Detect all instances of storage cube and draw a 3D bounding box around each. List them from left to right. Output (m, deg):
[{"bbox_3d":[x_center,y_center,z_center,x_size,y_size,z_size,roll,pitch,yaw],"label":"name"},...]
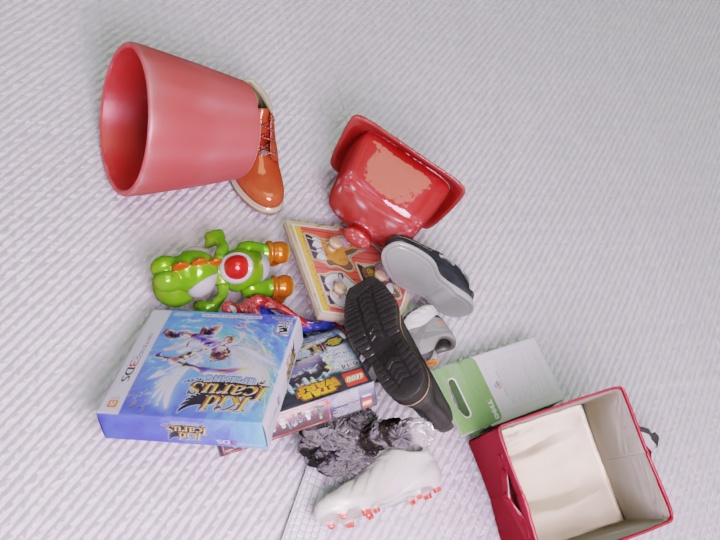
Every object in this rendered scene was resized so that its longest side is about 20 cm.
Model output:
[{"bbox_3d":[0.264,0.269,1.033,0.198,0.180,0.173,-15,74,-10],"label":"storage cube"}]

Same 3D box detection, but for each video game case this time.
[{"bbox_3d":[-0.184,0.122,0.945,0.197,0.046,0.182,1,38,10],"label":"video game case"}]

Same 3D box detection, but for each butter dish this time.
[{"bbox_3d":[0.026,-0.099,1.177,0.198,0.200,0.149,32,69,-4],"label":"butter dish"}]

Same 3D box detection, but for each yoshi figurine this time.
[{"bbox_3d":[-0.196,0.007,1.072,0.198,0.113,0.112,-1,32,-37],"label":"yoshi figurine"}]

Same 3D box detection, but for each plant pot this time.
[{"bbox_3d":[-0.247,-0.203,1.106,0.176,0.200,0.202,-2,63,-36],"label":"plant pot"}]

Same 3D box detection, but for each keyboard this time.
[{"bbox_3d":[-0.061,0.308,1.003,0.056,0.011,0.202,27,55,-9],"label":"keyboard"}]

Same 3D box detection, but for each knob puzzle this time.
[{"bbox_3d":[0.000,0.000,1.162,0.218,0.031,0.221,23,38,-19],"label":"knob puzzle"}]

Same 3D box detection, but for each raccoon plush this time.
[{"bbox_3d":[0.004,0.184,1.014,0.197,0.098,0.135,-3,36,13],"label":"raccoon plush"}]

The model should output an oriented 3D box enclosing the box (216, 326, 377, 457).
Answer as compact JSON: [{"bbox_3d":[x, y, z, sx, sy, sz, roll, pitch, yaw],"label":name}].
[{"bbox_3d":[-0.094,0.144,0.984,0.198,0.040,0.137,-16,31,-13],"label":"box"}]

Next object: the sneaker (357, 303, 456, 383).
[{"bbox_3d":[0.059,0.119,1.118,0.199,0.074,0.079,-30,63,-35],"label":"sneaker"}]

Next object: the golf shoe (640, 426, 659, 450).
[{"bbox_3d":[0.353,0.277,1.178,0.197,0.078,0.096,2,64,-12],"label":"golf shoe"}]

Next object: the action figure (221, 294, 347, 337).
[{"bbox_3d":[-0.094,0.079,1.074,0.198,0.066,0.052,21,33,-19],"label":"action figure"}]

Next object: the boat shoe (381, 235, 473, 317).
[{"bbox_3d":[0.100,0.000,1.189,0.200,0.075,0.061,43,37,-39],"label":"boat shoe"}]

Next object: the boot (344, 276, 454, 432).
[{"bbox_3d":[0.051,0.116,1.051,0.138,0.077,0.201,50,15,-48],"label":"boot"}]

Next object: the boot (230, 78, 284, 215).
[{"bbox_3d":[-0.155,-0.184,1.181,0.074,0.107,0.202,-10,69,-31],"label":"boot"}]

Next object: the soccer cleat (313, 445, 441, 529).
[{"bbox_3d":[0.018,0.276,1.028,0.198,0.069,0.078,-6,60,-35],"label":"soccer cleat"}]

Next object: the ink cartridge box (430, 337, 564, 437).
[{"bbox_3d":[0.191,0.177,1.164,0.198,0.059,0.105,-13,68,-30],"label":"ink cartridge box"}]
